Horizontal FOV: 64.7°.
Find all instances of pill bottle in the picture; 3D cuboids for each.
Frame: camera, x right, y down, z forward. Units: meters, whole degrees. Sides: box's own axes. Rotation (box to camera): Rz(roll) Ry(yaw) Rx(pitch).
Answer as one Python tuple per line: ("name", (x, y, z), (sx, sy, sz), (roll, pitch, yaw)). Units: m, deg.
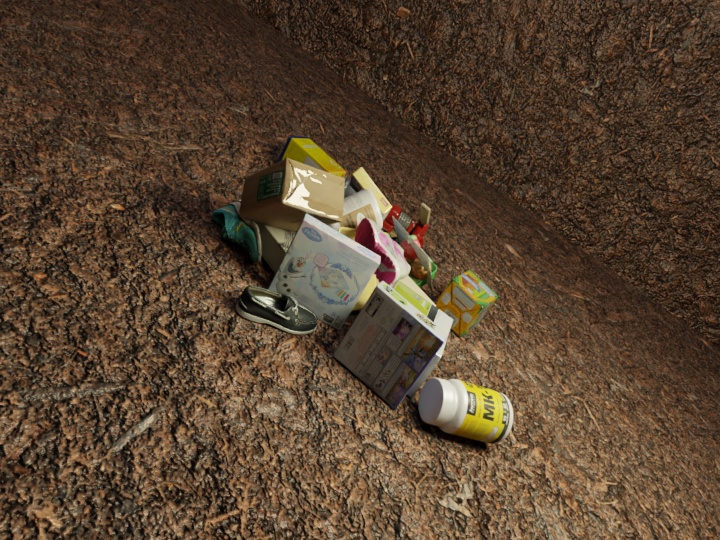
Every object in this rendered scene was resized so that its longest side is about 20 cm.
("pill bottle", (0.231, 0.308, 1.257), (0.195, 0.116, 0.116), (19, 29, -26))
("pill bottle", (-0.048, -0.126, 1.509), (0.195, 0.116, 0.115), (-24, 49, -11))

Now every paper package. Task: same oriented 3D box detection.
("paper package", (-0.159, -0.168, 1.337), (0.187, 0.108, 0.197), (12, -12, -40))

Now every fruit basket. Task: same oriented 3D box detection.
("fruit basket", (0.163, -0.048, 1.688), (0.092, 0.203, 0.186), (-29, 55, -13))

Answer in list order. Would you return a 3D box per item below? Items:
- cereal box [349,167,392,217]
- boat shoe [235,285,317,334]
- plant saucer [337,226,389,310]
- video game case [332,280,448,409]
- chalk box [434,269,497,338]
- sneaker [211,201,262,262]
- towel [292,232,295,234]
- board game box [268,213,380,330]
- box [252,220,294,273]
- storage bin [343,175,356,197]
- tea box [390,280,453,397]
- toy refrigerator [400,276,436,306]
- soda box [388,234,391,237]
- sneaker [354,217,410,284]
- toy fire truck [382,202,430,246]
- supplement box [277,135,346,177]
("cereal box", (0.020, -0.203, 1.667), (0.145, 0.039, 0.200), (52, -14, 3))
("boat shoe", (-0.169, 0.084, 1.226), (0.195, 0.061, 0.077), (14, 32, -34))
("plant saucer", (0.000, 0.000, 1.477), (0.047, 0.208, 0.196), (-5, -6, 43))
("video game case", (0.061, 0.159, 1.207), (0.180, 0.203, 0.045), (38, 25, 11))
("chalk box", (0.320, 0.091, 1.701), (0.124, 0.126, 0.198), (41, 28, 16))
("sneaker", (-0.295, -0.086, 1.376), (0.078, 0.079, 0.200), (-16, 47, -33))
("towel", (-0.171, -0.090, 1.555), (0.140, 0.023, 0.202), (13, 33, -37))
("board game box", (-0.084, 0.007, 1.295), (0.196, 0.202, 0.044), (29, 26, -9))
("box", (-0.195, -0.050, 1.409), (0.081, 0.069, 0.201), (-5, 46, -52))
("storage bin", (-0.050, -0.162, 1.657), (0.134, 0.147, 0.200), (40, -12, -5))
("tea box", (0.096, 0.148, 1.342), (0.194, 0.135, 0.200), (36, 26, 4))
("toy refrigerator", (0.110, 0.061, 1.578), (0.075, 0.071, 0.200), (-13, 52, -47))
("soda box", (0.016, -0.062, 1.648), (0.197, 0.067, 0.066), (-5, 74, -51))
("sneaker", (0.054, -0.045, 1.403), (0.086, 0.082, 0.203), (4, 47, -44))
("toy fire truck", (0.144, -0.154, 1.816), (0.173, 0.203, 0.129), (32, 26, 0))
("supplement box", (-0.162, -0.339, 1.876), (0.199, 0.110, 0.109), (43, 28, 17))
